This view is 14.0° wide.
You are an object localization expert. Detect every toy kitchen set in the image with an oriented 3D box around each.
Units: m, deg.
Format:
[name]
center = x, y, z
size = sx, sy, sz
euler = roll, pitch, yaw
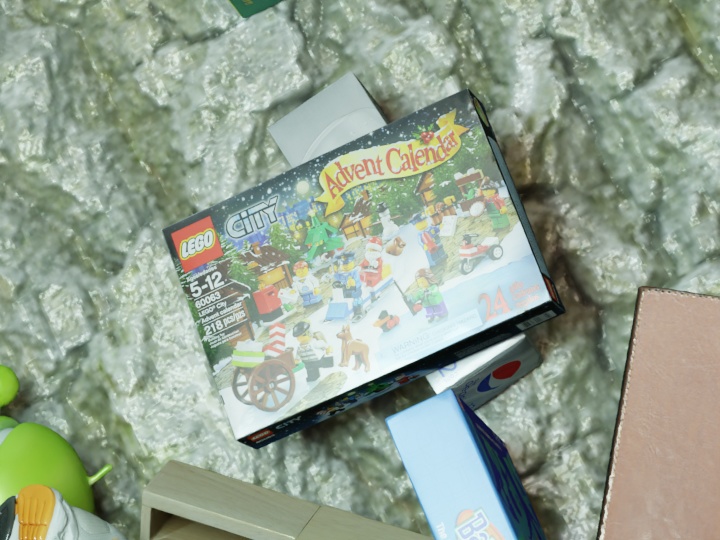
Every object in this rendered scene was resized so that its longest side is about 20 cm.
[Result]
[toy kitchen set]
center = -0.073, 0.245, 1.651
size = 0.180, 0.200, 0.163
euler = 16, 122, 17

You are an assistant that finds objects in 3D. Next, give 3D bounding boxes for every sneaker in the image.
[sneaker]
center = -0.174, 0.227, 1.633
size = 0.076, 0.092, 0.200
euler = 0, 69, 53

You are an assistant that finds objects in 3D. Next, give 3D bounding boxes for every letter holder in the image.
[letter holder]
center = 0.213, 0.124, 1.635
size = 0.142, 0.101, 0.200
euler = 8, 78, 14

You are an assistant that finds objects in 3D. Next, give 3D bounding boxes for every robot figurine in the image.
[robot figurine]
center = -0.247, 0.141, 1.736
size = 0.200, 0.116, 0.176
euler = 5, 70, 15

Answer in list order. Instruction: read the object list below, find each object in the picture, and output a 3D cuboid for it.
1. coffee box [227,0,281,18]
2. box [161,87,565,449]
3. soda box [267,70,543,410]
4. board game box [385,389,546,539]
[coffee box]
center = -0.108, -0.263, 1.801
size = 0.044, 0.123, 0.200
euler = -27, 73, 5
[box]
center = 0.000, 0.000, 1.680
size = 0.200, 0.038, 0.137
euler = -25, 72, 11
[soda box]
center = 0.027, -0.016, 1.733
size = 0.063, 0.068, 0.200
euler = -34, 70, 4
[board game box]
center = 0.085, 0.176, 1.626
size = 0.045, 0.152, 0.200
euler = -25, 72, 6
